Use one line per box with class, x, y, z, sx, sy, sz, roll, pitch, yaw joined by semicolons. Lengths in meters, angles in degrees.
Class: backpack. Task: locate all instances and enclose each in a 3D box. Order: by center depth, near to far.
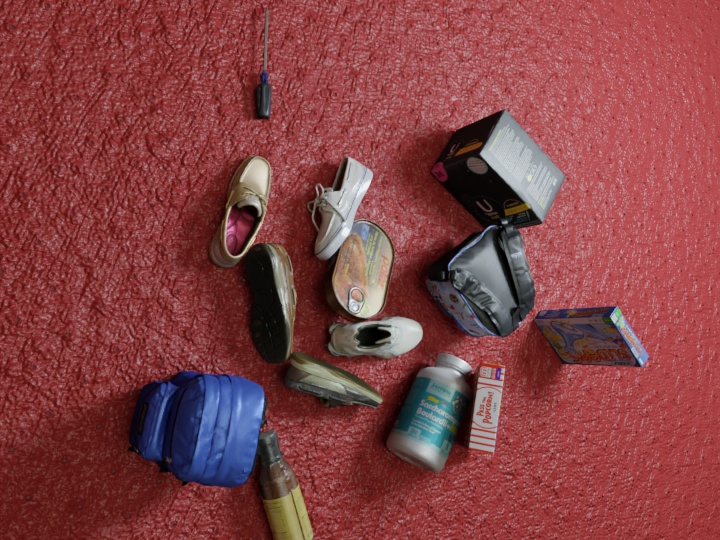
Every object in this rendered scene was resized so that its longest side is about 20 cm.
backpack;-0.228;0.226;0.909;0.168;0.200;0.163;11;80;-30
backpack;0.233;0.034;1.238;0.200;0.154;0.191;-36;95;-23

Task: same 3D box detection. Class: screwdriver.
screwdriver;-0.167;-0.359;1.116;0.028;0.029;0.200;4;79;-30

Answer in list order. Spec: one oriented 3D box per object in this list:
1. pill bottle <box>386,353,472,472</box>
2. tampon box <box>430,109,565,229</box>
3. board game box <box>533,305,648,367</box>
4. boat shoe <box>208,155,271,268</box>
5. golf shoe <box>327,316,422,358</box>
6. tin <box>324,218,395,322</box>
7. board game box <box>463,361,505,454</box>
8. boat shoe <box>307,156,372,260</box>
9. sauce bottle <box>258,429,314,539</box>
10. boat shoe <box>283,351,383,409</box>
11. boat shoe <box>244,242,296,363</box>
pill bottle;0.134;0.255;1.176;0.111;0.111;0.200;36;67;-23
tampon box;0.275;-0.191;1.287;0.200;0.150;0.126;41;65;-20
board game box;0.477;0.139;1.342;0.034;0.200;0.135;-45;107;-27
boat shoe;-0.184;-0.100;1.048;0.074;0.069;0.200;22;74;-27
golf shoe;0.043;0.121;1.145;0.200;0.097;0.078;-4;85;-32
tin;0.000;0.000;1.136;0.112;0.042;0.200;27;54;-17
board game box;0.227;0.257;1.190;0.046;0.200;0.152;9;76;9
boat shoe;-0.050;-0.119;1.128;0.086;0.075;0.202;35;66;-24
sauce bottle;-0.127;0.358;1.035;0.066;0.066;0.200;-15;92;-31
boat shoe;-0.049;0.201;1.101;0.201;0.072;0.066;31;90;-35
boat shoe;-0.134;0.051;1.059;0.074;0.076;0.200;-19;107;-59
